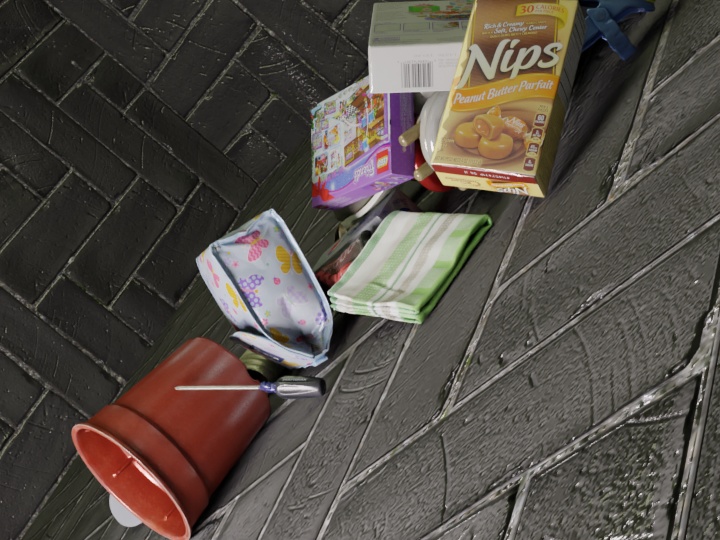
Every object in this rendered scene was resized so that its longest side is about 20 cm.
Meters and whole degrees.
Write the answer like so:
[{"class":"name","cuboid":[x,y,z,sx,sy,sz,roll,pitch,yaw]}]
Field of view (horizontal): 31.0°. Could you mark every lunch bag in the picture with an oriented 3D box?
[{"class":"lunch bag","cuboid":[-0.121,0.040,1.689,0.126,0.201,0.169,-33,4,-15]}]

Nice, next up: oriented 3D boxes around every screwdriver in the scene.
[{"class":"screwdriver","cuboid":[-0.134,0.137,1.562,0.028,0.198,0.029,50,-133,-60]}]

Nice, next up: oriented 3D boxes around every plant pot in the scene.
[{"class":"plant pot","cuboid":[-0.228,0.204,1.659,0.195,0.201,0.200,-46,7,-29]}]

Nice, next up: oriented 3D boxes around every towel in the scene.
[{"class":"towel","cuboid":[0.051,-0.011,1.473,0.150,0.031,0.199,-55,24,-16]}]

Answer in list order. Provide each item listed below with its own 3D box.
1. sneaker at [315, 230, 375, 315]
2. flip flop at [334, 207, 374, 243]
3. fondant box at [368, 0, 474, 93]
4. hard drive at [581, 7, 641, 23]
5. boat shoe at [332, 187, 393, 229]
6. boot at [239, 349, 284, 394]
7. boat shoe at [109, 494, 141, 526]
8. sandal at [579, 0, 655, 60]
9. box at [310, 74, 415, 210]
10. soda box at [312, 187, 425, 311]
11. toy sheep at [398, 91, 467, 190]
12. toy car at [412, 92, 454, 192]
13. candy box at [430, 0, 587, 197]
[{"class":"sneaker","cuboid":[0.000,0.000,1.664,0.098,0.071,0.200,-54,13,-18]},{"class":"flip flop","cuboid":[-0.020,-0.038,1.923,0.201,0.057,0.081,-52,10,-5]},{"class":"fondant box","cuboid":[0.083,-0.265,1.518,0.201,0.142,0.059,-85,-8,-64]},{"class":"hard drive","cuboid":[0.236,-0.296,1.564,0.138,0.038,0.200,-14,6,-9]},{"class":"boat shoe","cuboid":[-0.001,-0.110,1.741,0.072,0.060,0.202,-43,2,-20]},{"class":"boot","cuboid":[-0.140,0.117,1.876,0.155,0.072,0.200,-59,13,-27]},{"class":"boat shoe","cuboid":[-0.307,0.317,1.941,0.069,0.071,0.200,-21,-20,-47]},{"class":"sandal","cuboid":[0.224,-0.270,1.405,0.079,0.198,0.088,-12,-78,-69]},{"class":"box","cuboid":[0.000,-0.164,1.644,0.199,0.039,0.139,-17,71,58]},{"class":"soda box","cuboid":[0.006,-0.026,1.746,0.200,0.063,0.068,-41,11,47]},{"class":"toy sheep","cuboid":[0.130,-0.158,1.502,0.138,0.138,0.199,-52,35,-10]},{"class":"toy car","cuboid":[0.110,-0.183,1.667,0.200,0.173,0.152,-39,50,50]},{"class":"candy box","cuboid":[0.154,-0.182,1.338,0.055,0.114,0.202,47,-125,-61]}]
